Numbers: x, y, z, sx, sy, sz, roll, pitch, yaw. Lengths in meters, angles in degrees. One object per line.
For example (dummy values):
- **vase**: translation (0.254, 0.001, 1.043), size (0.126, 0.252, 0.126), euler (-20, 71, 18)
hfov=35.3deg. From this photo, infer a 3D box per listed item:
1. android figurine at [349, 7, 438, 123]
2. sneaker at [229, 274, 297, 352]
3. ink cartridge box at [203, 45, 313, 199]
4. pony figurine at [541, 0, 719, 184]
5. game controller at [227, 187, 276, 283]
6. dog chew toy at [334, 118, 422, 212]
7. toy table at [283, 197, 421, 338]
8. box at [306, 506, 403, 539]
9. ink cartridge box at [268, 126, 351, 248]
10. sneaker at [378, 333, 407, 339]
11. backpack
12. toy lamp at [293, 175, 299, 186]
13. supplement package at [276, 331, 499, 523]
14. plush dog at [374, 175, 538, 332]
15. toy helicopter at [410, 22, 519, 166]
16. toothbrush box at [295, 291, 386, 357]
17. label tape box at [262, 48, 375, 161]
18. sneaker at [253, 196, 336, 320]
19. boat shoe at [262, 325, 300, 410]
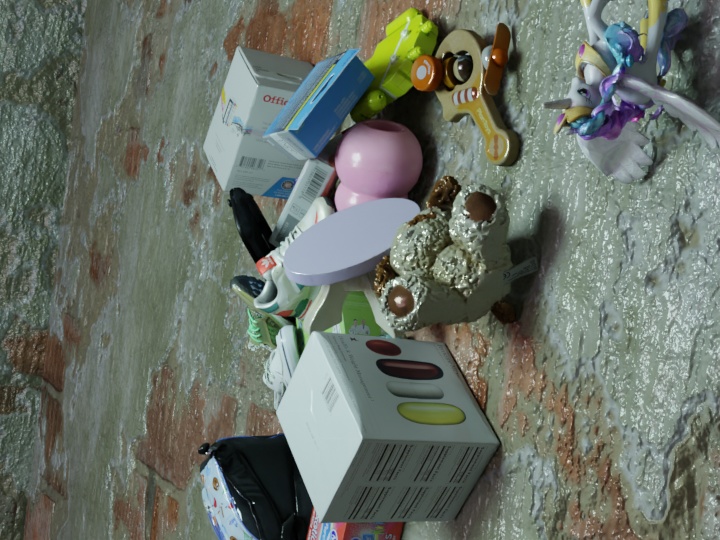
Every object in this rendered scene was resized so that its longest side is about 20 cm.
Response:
- **android figurine**: translation (0.044, -0.292, 1.609), size (0.200, 0.041, 0.183), euler (-22, 40, 61)
- **sneaker**: translation (-0.148, 0.090, 1.758), size (0.088, 0.200, 0.077), euler (-38, 32, 8)
- **ink cartridge box**: translation (-0.155, -0.246, 1.900), size (0.201, 0.146, 0.145), euler (-66, 33, 28)
- **pony figurine**: translation (0.266, -0.184, 1.119), size (0.166, 0.192, 0.201), euler (-20, 48, 55)
- **game controller**: translation (-0.150, -0.034, 1.702), size (0.201, 0.042, 0.105), euler (64, -164, -47)
- **dog chew toy**: translation (0.018, -0.108, 1.597), size (0.125, 0.124, 0.202), euler (44, 131, 55)
- **toy table**: translation (0.000, 0.000, 1.508), size (0.184, 0.198, 0.118), euler (-123, 17, -53)
- **box**: translation (-0.010, 0.369, 1.567), size (0.100, 0.095, 0.202), euler (30, 110, 58)
- **ink cartridge box**: translation (-0.055, -0.125, 1.720), size (0.050, 0.200, 0.163), euler (33, 117, 9)
- **sneaker**: translation (0.005, 0.167, 1.604), size (0.200, 0.077, 0.087), euler (-47, 49, 47)
- **backpack**: translation (-0.149, 0.358, 1.740), size (0.191, 0.198, 0.155), euler (62, 142, 36)
- **toy lamp**: translation (-0.060, -0.225, 1.817), size (0.058, 0.058, 0.201), euler (47, 124, 54)
- **supplement package**: translation (0.030, 0.197, 1.423), size (0.148, 0.199, 0.192), euler (-64, 35, 30)
- **plush dog**: translation (0.103, -0.014, 1.377), size (0.200, 0.160, 0.172), euler (-51, 41, 5)
- **toy helicopter**: translation (0.156, -0.223, 1.434), size (0.132, 0.078, 0.201), euler (-44, 58, 37)
- **toothbrush box**: translation (-0.032, 0.045, 1.681), size (0.146, 0.085, 0.202), euler (-46, 46, 49)
- **label tape box**: translation (-0.052, -0.227, 1.571), size (0.144, 0.066, 0.200), euler (-54, 18, -8)
- **sneaker**: translation (-0.096, -0.016, 1.622), size (0.070, 0.093, 0.201), euler (60, 138, 49)
- **boat shoe**: translation (-0.118, 0.163, 1.742), size (0.201, 0.066, 0.074), euler (83, 179, -46)
